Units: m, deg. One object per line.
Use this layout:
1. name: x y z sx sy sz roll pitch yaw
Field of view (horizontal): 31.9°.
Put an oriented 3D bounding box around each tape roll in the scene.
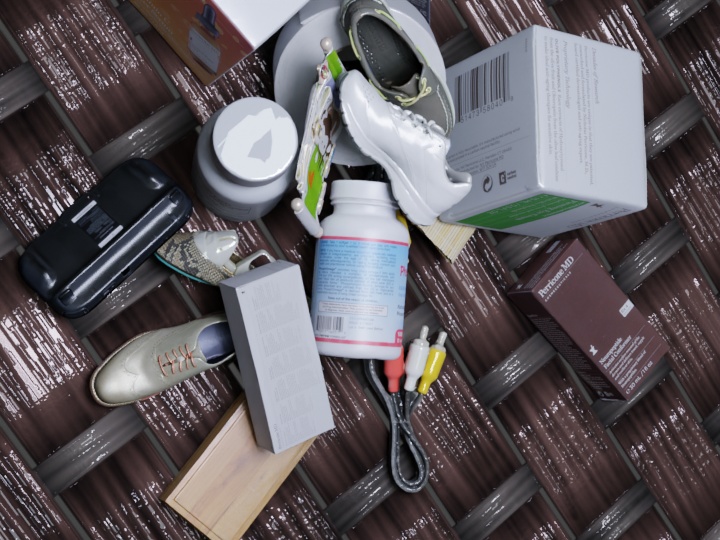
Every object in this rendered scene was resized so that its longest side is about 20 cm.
1. tape roll: -0.003 -0.227 1.468 0.202 0.071 0.203 -2 121 -4

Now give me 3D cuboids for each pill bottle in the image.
1. pill bottle: -0.126 -0.124 1.388 0.114 0.200 0.115 1 83 -10
2. pill bottle: 0.000 0.000 1.455 0.108 0.109 0.201 5 88 -22

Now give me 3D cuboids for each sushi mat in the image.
1. sushi mat: 0.132 -0.110 1.581 0.096 0.012 0.200 44 61 -14

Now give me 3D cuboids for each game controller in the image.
1. game controller: -0.284 -0.040 1.405 0.104 0.042 0.200 39 70 19

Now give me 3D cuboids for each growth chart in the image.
1. growth chart: -0.043 -0.140 1.375 0.018 0.145 0.201 10 88 12

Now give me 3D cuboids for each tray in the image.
1. tray: -0.131 0.216 1.462 0.099 0.037 0.200 42 72 -15

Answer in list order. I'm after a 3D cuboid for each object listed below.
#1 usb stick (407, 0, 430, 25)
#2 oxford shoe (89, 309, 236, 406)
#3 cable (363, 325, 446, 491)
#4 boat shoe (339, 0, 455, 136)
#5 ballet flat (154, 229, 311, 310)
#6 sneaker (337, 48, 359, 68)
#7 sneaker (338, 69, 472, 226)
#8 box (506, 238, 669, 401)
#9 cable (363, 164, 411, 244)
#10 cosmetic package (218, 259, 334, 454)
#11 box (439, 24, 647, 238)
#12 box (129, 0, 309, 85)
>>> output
1. usb stick: 0.061 -0.369 1.540 0.055 0.033 0.201 19 55 -26
2. oxford shoe: -0.209 0.094 1.416 0.200 0.074 0.071 -28 97 -21
3. cable: 0.050 0.166 1.523 0.097 0.050 0.201 6 84 -16
4. boat shoe: 0.044 -0.218 1.402 0.072 0.060 0.202 -30 119 12
5. ballet flat: -0.139 -0.002 1.450 0.200 0.068 0.075 34 118 -18
6. sneaker: -0.001 -0.282 1.537 0.200 0.074 0.080 12 111 -26
7. sneaker: 0.049 -0.146 1.395 0.087 0.075 0.200 -29 114 23
8. box: 0.295 0.064 1.626 0.200 0.075 0.100 46 72 -11
9. cable: 0.020 -0.106 1.554 0.097 0.050 0.201 6 71 -5
10. cosmetic package: -0.094 0.096 1.411 0.082 0.051 0.201 -21 110 -30
11. box: 0.214 -0.159 1.515 0.171 0.199 0.201 6 77 -32
12. box: -0.160 -0.311 1.395 0.106 0.200 0.152 -46 102 -18
